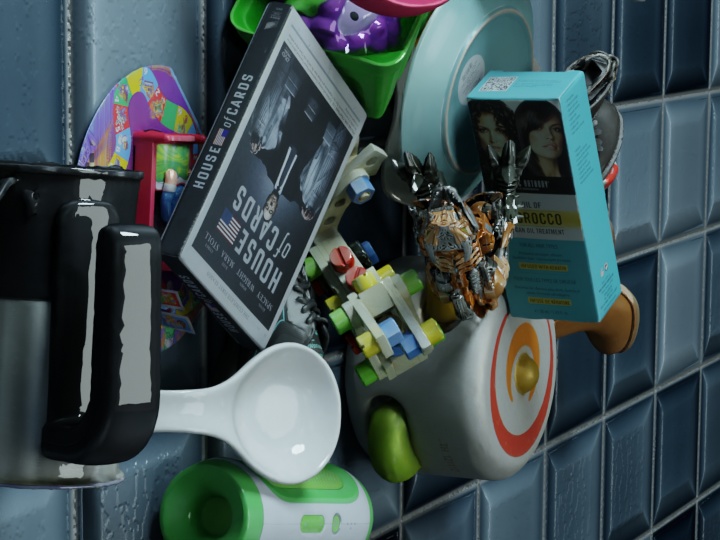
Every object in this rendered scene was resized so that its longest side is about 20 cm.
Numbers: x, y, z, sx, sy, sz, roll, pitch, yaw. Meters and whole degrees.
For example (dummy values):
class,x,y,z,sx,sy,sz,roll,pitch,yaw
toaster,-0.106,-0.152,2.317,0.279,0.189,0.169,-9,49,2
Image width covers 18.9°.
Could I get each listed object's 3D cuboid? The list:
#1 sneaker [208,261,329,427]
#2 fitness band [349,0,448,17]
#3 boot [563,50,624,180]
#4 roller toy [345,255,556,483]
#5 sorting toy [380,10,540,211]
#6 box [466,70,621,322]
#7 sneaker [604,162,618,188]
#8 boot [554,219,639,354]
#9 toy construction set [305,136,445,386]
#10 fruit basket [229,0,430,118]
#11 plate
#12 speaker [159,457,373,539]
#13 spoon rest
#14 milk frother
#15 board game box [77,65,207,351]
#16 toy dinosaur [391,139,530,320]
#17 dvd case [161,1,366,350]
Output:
class,x,y,z,sx,sy,sz,roll,pitch,yaw
sneaker,-0.057,0.029,1.594,0.075,0.079,0.201,12,82,-63
fitness band,0.000,-0.266,1.515,0.200,0.037,0.144,34,67,-21
boot,0.183,-0.123,1.820,0.200,0.069,0.174,-45,166,-35
roller toy,0.084,0.079,1.812,0.182,0.139,0.201,7,88,-64
sorting toy,0.075,-0.115,1.820,0.200,0.107,0.180,49,59,-55
box,0.146,-0.057,1.701,0.049,0.082,0.200,-48,133,-48
sneaker,0.202,-0.069,2.073,0.070,0.093,0.200,-53,139,-46
boot,0.183,0.046,2.056,0.155,0.074,0.200,-43,137,-21
toy construction set,0.000,0.000,1.642,0.131,0.092,0.200,67,6,-62
fruit basket,-0.012,-0.244,1.586,0.216,0.155,0.216,16,90,-77
plate,0.094,-0.144,1.714,0.200,0.026,0.201,-39,140,-44
speaker,-0.066,0.181,1.591,0.200,0.088,0.089,13,83,-63
spoon rest,-0.088,0.099,1.484,0.200,0.061,0.100,2,86,-40
milk frother,-0.220,0.029,1.240,0.199,0.180,0.189,2,92,-20
board game box,-0.126,-0.042,1.486,0.158,0.039,0.200,-64,147,-35
toy dinosaur,0.074,-0.019,1.626,0.200,0.102,0.136,110,-19,-65
dvd case,-0.066,-0.064,1.511,0.200,0.025,0.150,-68,151,-19
